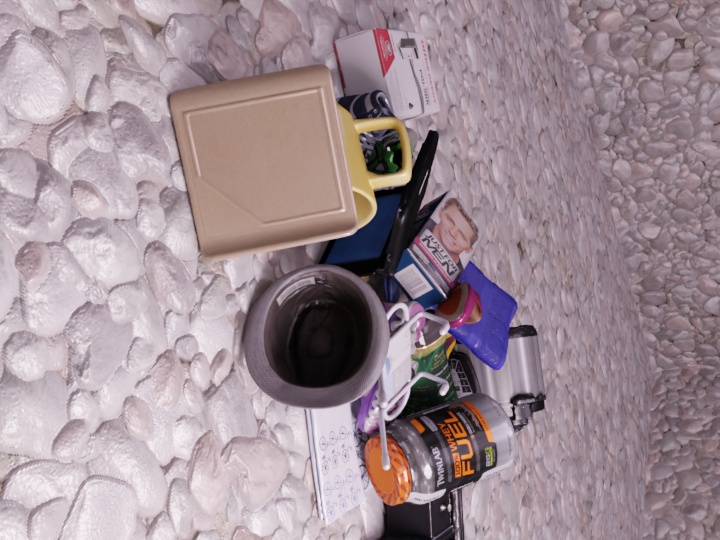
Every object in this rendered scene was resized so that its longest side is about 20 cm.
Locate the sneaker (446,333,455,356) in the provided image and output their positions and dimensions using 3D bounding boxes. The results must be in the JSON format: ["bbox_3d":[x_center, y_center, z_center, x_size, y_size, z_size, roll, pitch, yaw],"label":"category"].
[{"bbox_3d":[0.132,0.089,1.312,0.090,0.075,0.201,40,59,-47],"label":"sneaker"}]

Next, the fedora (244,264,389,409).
[{"bbox_3d":[-0.052,0.093,0.925,0.090,0.176,0.201,89,-2,-60],"label":"fedora"}]

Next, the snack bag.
[{"bbox_3d":[-0.013,0.241,1.064,0.200,0.021,0.189,-4,86,-61],"label":"snack bag"}]

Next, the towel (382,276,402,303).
[{"bbox_3d":[0.068,-0.041,1.231,0.200,0.024,0.147,-54,144,-59],"label":"towel"}]

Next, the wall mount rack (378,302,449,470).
[{"bbox_3d":[0.053,0.150,0.966,0.174,0.074,0.201,-40,139,-39],"label":"wall mount rack"}]

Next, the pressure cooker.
[{"bbox_3d":[0.263,0.209,1.403,0.176,0.178,0.201,1,82,-63],"label":"pressure cooker"}]

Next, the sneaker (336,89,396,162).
[{"bbox_3d":[-0.001,-0.179,1.101,0.070,0.108,0.201,30,57,-54],"label":"sneaker"}]

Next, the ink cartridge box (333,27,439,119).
[{"bbox_3d":[0.051,-0.327,1.256,0.200,0.083,0.147,-28,107,-59],"label":"ink cartridge box"}]

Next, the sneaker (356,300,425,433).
[{"bbox_3d":[0.026,0.133,1.075,0.080,0.088,0.201,16,90,-62],"label":"sneaker"}]

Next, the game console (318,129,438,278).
[{"bbox_3d":[0.022,-0.091,1.037,0.176,0.116,0.200,101,9,-47],"label":"game console"}]

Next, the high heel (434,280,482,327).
[{"bbox_3d":[0.165,0.065,1.123,0.096,0.067,0.200,49,16,-9],"label":"high heel"}]

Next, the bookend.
[{"bbox_3d":[0.081,0.397,1.104,0.199,0.092,0.201,11,75,-63],"label":"bookend"}]

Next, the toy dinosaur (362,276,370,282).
[{"bbox_3d":[0.000,0.000,1.133,0.200,0.058,0.101,-58,145,-69],"label":"toy dinosaur"}]

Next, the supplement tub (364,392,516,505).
[{"bbox_3d":[0.114,0.260,1.071,0.199,0.122,0.123,-14,96,-27],"label":"supplement tub"}]

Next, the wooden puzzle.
[{"bbox_3d":[-0.109,-0.123,0.848,0.037,0.184,0.201,-159,-122,-87],"label":"wooden puzzle"}]

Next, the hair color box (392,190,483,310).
[{"bbox_3d":[0.117,-0.034,1.160,0.100,0.060,0.200,51,39,-11],"label":"hair color box"}]

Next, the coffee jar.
[{"bbox_3d":[0.093,0.153,1.166,0.085,0.104,0.201,-34,120,-43],"label":"coffee jar"}]

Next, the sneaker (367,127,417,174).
[{"bbox_3d":[0.059,-0.192,1.236,0.200,0.085,0.078,-51,126,-54],"label":"sneaker"}]

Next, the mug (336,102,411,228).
[{"bbox_3d":[-0.042,-0.140,0.972,0.186,0.149,0.154,3,65,-18],"label":"mug"}]

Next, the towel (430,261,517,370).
[{"bbox_3d":[0.184,0.064,1.275,0.200,0.049,0.148,39,53,-26],"label":"towel"}]
